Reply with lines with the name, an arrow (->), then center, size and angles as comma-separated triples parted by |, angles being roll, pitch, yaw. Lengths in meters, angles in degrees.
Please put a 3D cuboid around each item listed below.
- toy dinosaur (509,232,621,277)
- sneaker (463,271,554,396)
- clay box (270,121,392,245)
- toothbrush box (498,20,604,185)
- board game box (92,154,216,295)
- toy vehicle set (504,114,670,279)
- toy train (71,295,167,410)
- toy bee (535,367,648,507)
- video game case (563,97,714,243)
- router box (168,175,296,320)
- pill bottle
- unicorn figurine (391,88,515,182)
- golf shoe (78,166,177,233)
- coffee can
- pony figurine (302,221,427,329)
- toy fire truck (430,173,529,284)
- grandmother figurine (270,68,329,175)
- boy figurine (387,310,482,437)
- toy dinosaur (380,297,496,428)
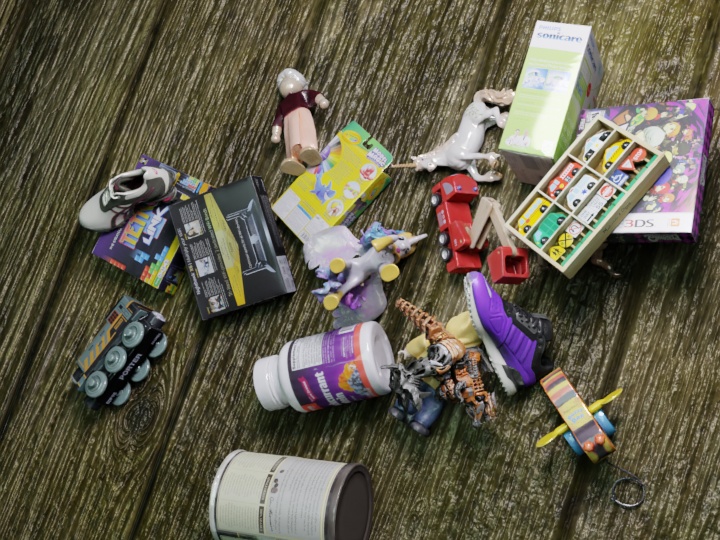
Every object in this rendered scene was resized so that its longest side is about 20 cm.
toy dinosaur -> 0.313, -0.070, 1.313 | 0.199, 0.086, 0.136 | 4, 75, 30
sneaker -> 0.214, 0.075, 1.278 | 0.099, 0.201, 0.070 | -22, 25, 11
clay box -> -0.039, -0.134, 1.489 | 0.200, 0.048, 0.115 | -46, 63, 4
toothbrush box -> 0.282, -0.237, 1.333 | 0.086, 0.146, 0.201 | 13, 80, 25
board game box -> -0.355, -0.082, 1.599 | 0.165, 0.057, 0.201 | 24, 86, 24
toy vehicle set -> 0.300, -0.100, 1.223 | 0.200, 0.026, 0.124 | -50, 48, 4
toy train -> -0.412, 0.139, 1.554 | 0.200, 0.085, 0.114 | -52, 52, 4
toy bee -> 0.310, 0.210, 1.224 | 0.200, 0.109, 0.131 | 35, 89, 26
video game case -> 0.371, -0.132, 1.232 | 0.181, 0.036, 0.201 | 2, 67, 35
router box -> -0.210, -0.036, 1.497 | 0.157, 0.052, 0.201 | -17, 88, 15
pill bottle -> -0.057, 0.152, 1.385 | 0.199, 0.111, 0.112 | -15, 71, 18
unicorn figurine -> 0.167, -0.196, 1.417 | 0.137, 0.074, 0.200 | 25, 72, 35
golf shoe -> -0.411, -0.130, 1.558 | 0.199, 0.088, 0.078 | -23, 69, 17
coffee can -> -0.099, 0.344, 1.331 | 0.199, 0.146, 0.147 | 2, 77, 22
pony figurine -> 0.000, 0.000, 1.372 | 0.192, 0.200, 0.167 | -27, 92, 20
toy fire truck -> 0.172, -0.061, 1.341 | 0.141, 0.049, 0.201 | -37, 57, 54
grandmother figurine -> -0.105, -0.259, 1.524 | 0.121, 0.061, 0.201 | -22, 55, 15
boy figurine -> 0.116, 0.139, 1.344 | 0.124, 0.064, 0.201 | 29, 87, 19
toy dinosaur -> 0.107, 0.135, 1.281 | 0.135, 0.102, 0.200 | -32, 65, -12
